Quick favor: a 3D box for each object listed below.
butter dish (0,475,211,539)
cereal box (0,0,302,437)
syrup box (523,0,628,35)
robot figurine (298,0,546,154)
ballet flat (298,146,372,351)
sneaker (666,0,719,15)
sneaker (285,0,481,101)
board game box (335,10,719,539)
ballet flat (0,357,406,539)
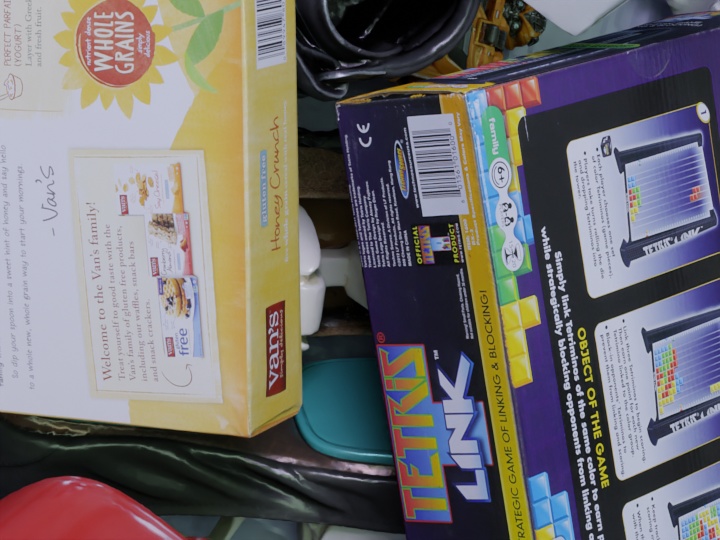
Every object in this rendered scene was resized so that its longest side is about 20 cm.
[{"bbox_3d":[-0.080,0.139,0.911,0.200,0.199,0.148,46,51,-5],"label":"butter dish"},{"bbox_3d":[-0.114,-0.031,0.901,0.199,0.039,0.145,5,103,25],"label":"cereal box"},{"bbox_3d":[0.075,-0.179,0.915,0.081,0.079,0.201,33,47,-23],"label":"syrup box"},{"bbox_3d":[-0.029,-0.106,1.002,0.199,0.058,0.146,13,84,-13],"label":"robot figurine"},{"bbox_3d":[0.000,0.000,0.983,0.199,0.072,0.068,3,115,-16],"label":"ballet flat"},{"bbox_3d":[0.145,-0.089,1.035,0.081,0.075,0.201,-8,74,-31],"label":"sneaker"},{"bbox_3d":[-0.048,-0.072,0.916,0.199,0.099,0.071,-28,106,-3],"label":"sneaker"},{"bbox_3d":[0.079,0.029,0.934,0.165,0.057,0.201,-17,101,-47],"label":"board game box"},{"bbox_3d":[-0.030,0.062,0.977,0.199,0.068,0.069,6,122,-8],"label":"ballet flat"}]
